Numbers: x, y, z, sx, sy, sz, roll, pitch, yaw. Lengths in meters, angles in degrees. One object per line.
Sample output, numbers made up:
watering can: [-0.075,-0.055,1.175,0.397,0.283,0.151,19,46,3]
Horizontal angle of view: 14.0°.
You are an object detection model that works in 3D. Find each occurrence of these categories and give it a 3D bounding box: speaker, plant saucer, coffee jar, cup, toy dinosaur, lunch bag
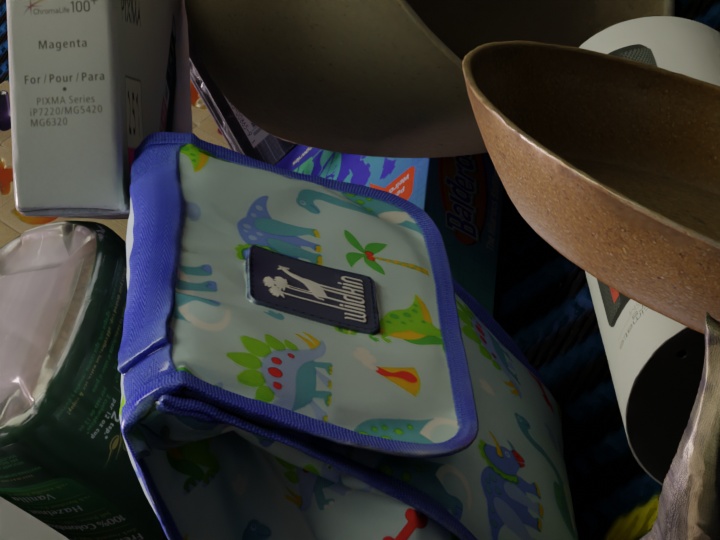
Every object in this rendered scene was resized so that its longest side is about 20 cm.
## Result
speaker: [0.117,-0.007,1.020,0.081,0.081,0.200,-48,25,23]
plant saucer: [0.118,-0.013,0.886,0.200,0.200,0.035,-117,45,-64]
coffee jar: [-0.076,0.075,1.157,0.085,0.200,0.104,-10,49,38]
cup: [0.010,-0.126,1.211,0.143,0.200,0.200,-27,37,40]
toy dinosaur: [0.109,0.102,0.867,0.047,0.088,0.200,-34,-25,-26]
lunch bag: [-0.011,0.058,1.030,0.127,0.200,0.170,-37,28,17]

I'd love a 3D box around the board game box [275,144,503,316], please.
board game box: [0.000,0.000,1.294,0.152,0.045,0.200,-41,28,35]

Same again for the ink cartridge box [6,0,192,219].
ink cartridge box: [-0.100,-0.107,1.140,0.200,0.044,0.174,-11,-81,-85]

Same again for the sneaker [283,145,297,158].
sneaker: [-0.046,-0.070,1.432,0.200,0.081,0.147,-38,29,42]

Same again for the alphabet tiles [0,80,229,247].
alphabet tiles: [-0.135,-0.036,1.357,0.167,0.008,0.200,31,57,34]

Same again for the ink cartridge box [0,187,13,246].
ink cartridge box: [-0.179,0.093,1.409,0.200,0.146,0.147,-38,29,37]

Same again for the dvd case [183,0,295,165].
dvd case: [-0.012,-0.160,1.319,0.200,0.149,0.016,-44,38,-20]

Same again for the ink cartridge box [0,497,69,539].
ink cartridge box: [-0.186,0.122,1.273,0.145,0.200,0.083,116,168,-46]
